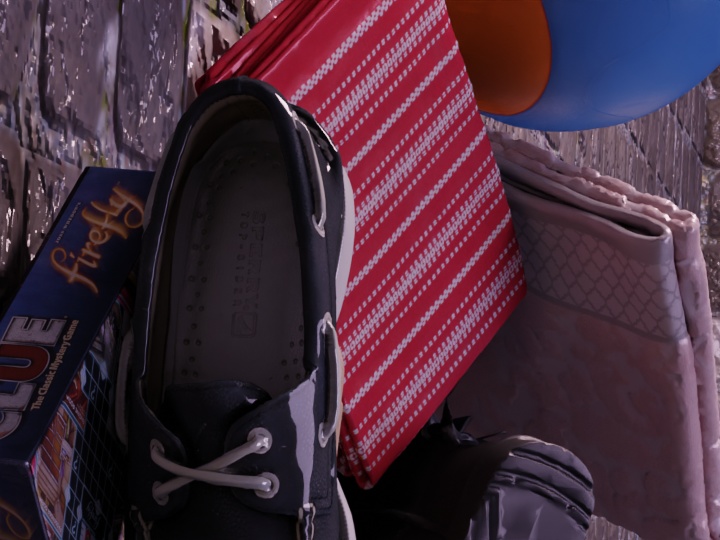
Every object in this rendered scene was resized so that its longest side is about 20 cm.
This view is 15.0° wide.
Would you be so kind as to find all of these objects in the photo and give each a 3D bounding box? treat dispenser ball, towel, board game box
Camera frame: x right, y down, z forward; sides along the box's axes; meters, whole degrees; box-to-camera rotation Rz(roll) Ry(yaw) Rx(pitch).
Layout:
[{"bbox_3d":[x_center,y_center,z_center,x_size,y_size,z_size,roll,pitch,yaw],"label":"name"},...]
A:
[{"bbox_3d":[0.094,-0.165,1.262,0.201,0.200,0.202,2,90,-78],"label":"treat dispenser ball"},{"bbox_3d":[0.078,0.026,1.258,0.032,0.200,0.192,-36,134,-32],"label":"towel"},{"bbox_3d":[-0.078,0.087,0.870,0.136,0.034,0.201,-67,156,-47],"label":"board game box"},{"bbox_3d":[0.006,-0.031,1.110,0.145,0.022,0.201,-49,133,-37],"label":"towel"}]

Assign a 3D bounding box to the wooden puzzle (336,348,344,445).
[{"bbox_3d":[-0.032,0.138,1.056,0.185,0.037,0.201,104,-11,-71],"label":"wooden puzzle"}]

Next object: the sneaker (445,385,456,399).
[{"bbox_3d":[0.000,0.000,1.196,0.201,0.066,0.079,79,29,-42],"label":"sneaker"}]

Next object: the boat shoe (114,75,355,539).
[{"bbox_3d":[-0.040,0.041,0.806,0.060,0.075,0.201,57,29,-65],"label":"boat shoe"}]

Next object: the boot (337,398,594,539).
[{"bbox_3d":[0.016,0.147,1.159,0.199,0.073,0.162,-66,-159,-10],"label":"boot"}]
